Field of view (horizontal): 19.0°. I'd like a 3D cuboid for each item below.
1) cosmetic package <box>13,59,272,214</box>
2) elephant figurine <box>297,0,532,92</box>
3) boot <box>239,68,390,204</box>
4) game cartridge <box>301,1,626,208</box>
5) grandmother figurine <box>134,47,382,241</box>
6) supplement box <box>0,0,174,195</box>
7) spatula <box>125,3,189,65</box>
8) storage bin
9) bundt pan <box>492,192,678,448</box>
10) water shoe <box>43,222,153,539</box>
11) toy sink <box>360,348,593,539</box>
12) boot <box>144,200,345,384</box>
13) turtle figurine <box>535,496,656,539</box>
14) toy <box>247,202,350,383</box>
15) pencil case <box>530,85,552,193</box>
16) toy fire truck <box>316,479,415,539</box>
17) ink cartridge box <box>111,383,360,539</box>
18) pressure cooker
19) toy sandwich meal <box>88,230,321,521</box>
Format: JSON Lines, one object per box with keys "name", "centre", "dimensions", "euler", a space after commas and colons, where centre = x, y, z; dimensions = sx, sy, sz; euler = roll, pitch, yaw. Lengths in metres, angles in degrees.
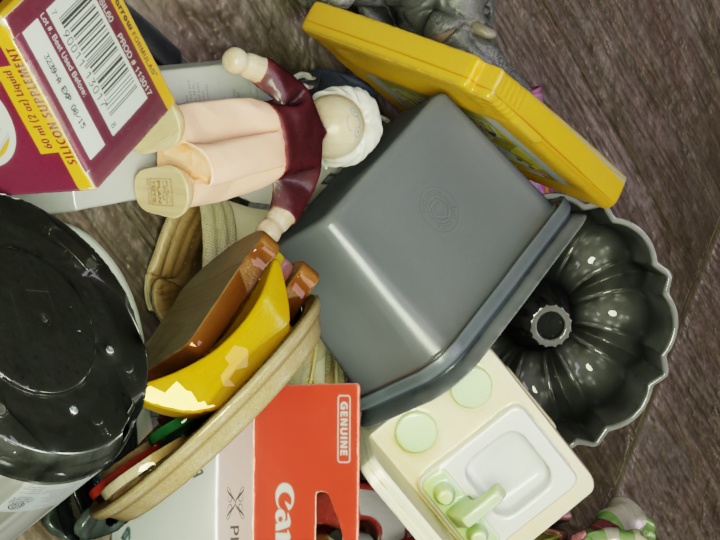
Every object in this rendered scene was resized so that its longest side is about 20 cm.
{"name": "cosmetic package", "centre": [-0.153, -0.083, 1.336], "dimensions": [0.199, 0.112, 0.082], "euler": [-15, 100, -51]}
{"name": "elephant figurine", "centre": [0.045, -0.217, 1.598], "dimensions": [0.199, 0.141, 0.156], "euler": [24, 83, -43]}
{"name": "boot", "centre": [-0.045, -0.099, 1.512], "dimensions": [0.199, 0.073, 0.091], "euler": [11, 46, -53]}
{"name": "game cartridge", "centre": [0.074, -0.116, 1.522], "dimensions": [0.200, 0.176, 0.033], "euler": [31, 84, -50]}
{"name": "grandmother figurine", "centre": [-0.057, -0.077, 1.329], "dimensions": [0.199, 0.060, 0.122], "euler": [-19, 114, -50]}
{"name": "supplement box", "centre": [-0.217, -0.106, 1.176], "dimensions": [0.086, 0.199, 0.111], "euler": [-52, 127, -40]}
{"name": "spatula", "centre": [-0.111, -0.135, 1.467], "dimensions": [0.200, 0.020, 0.057], "euler": [32, 62, -47]}
{"name": "storage bin", "centre": [0.031, -0.014, 1.442], "dimensions": [0.135, 0.145, 0.200], "euler": [50, 51, -10]}
{"name": "bundt pan", "centre": [0.140, 0.036, 1.656], "dimensions": [0.076, 0.200, 0.204], "euler": [-124, -157, -79]}
{"name": "water shoe", "centre": [-0.176, 0.072, 1.327], "dimensions": [0.079, 0.071, 0.202], "euler": [-29, 110, -49]}
{"name": "toy sink", "centre": [0.075, 0.121, 1.459], "dimensions": [0.131, 0.112, 0.200], "euler": [50, 5, -10]}
{"name": "boot", "centre": [-0.079, 0.050, 1.461], "dimensions": [0.155, 0.072, 0.202], "euler": [8, 92, -46]}
{"name": "turtle figurine", "centre": [0.185, 0.267, 1.727], "dimensions": [0.194, 0.199, 0.145], "euler": [-19, 118, -61]}
{"name": "toy", "centre": [0.000, 0.000, 1.587], "dimensions": [0.115, 0.047, 0.201], "euler": [-53, 129, -43]}
{"name": "pencil case", "centre": [0.118, -0.050, 1.725], "dimensions": [0.087, 0.087, 0.202], "euler": [-21, 104, -52]}
{"name": "toy fire truck", "centre": [-0.034, 0.242, 1.476], "dimensions": [0.167, 0.112, 0.202], "euler": [11, 89, -34]}
{"name": "ink cartridge box", "centre": [-0.082, 0.170, 1.362], "dimensions": [0.043, 0.173, 0.202], "euler": [6, 83, -53]}
{"name": "pressure cooker", "centre": [-0.235, 0.075, 1.157], "dimensions": [0.175, 0.200, 0.179], "euler": [34, 39, -21]}
{"name": "toy sandwich meal", "centre": [-0.100, 0.061, 1.262], "dimensions": [0.070, 0.205, 0.205], "euler": [47, 47, -7]}
